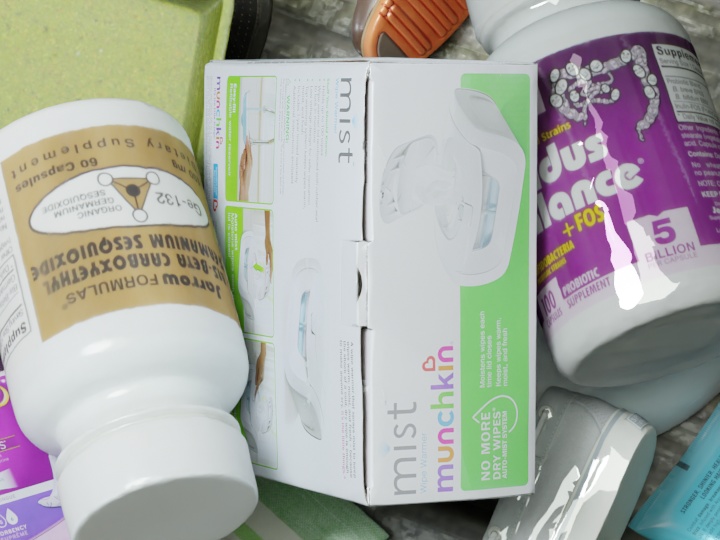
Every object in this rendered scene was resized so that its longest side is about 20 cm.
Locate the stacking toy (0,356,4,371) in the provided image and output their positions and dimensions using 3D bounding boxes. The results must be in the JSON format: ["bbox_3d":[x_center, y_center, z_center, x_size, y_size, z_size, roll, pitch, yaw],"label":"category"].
[{"bbox_3d":[-0.228,0.029,1.400,0.085,0.200,0.086,-3,72,9],"label":"stacking toy"}]

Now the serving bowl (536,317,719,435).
[{"bbox_3d":[0.106,-0.013,1.429,0.199,0.066,0.201,-3,72,9],"label":"serving bowl"}]

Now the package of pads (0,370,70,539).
[{"bbox_3d":[-0.204,0.121,1.367,0.199,0.076,0.121,-16,68,-30],"label":"package of pads"}]

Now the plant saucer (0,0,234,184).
[{"bbox_3d":[-0.163,-0.080,1.467,0.199,0.048,0.201,17,111,14],"label":"plant saucer"}]

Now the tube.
[{"bbox_3d":[0.230,0.147,1.370,0.200,0.050,0.078,35,77,23],"label":"tube"}]

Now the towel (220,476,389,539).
[{"bbox_3d":[-0.107,0.159,1.434,0.152,0.023,0.200,40,81,18],"label":"towel"}]

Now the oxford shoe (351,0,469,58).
[{"bbox_3d":[0.035,-0.194,1.507,0.073,0.071,0.201,14,70,34],"label":"oxford shoe"}]

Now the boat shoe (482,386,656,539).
[{"bbox_3d":[0.071,0.150,1.371,0.068,0.072,0.201,26,94,20],"label":"boat shoe"}]

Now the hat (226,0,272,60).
[{"bbox_3d":[-0.127,-0.163,1.501,0.200,0.081,0.202,5,107,18],"label":"hat"}]

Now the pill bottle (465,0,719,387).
[{"bbox_3d":[0.116,-0.056,1.346,0.112,0.112,0.201,-19,70,3],"label":"pill bottle"}]

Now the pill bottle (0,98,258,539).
[{"bbox_3d":[-0.114,0.029,1.346,0.114,0.114,0.201,-18,62,3],"label":"pill bottle"}]

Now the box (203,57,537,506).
[{"bbox_3d":[0.000,0.000,1.345,0.096,0.176,0.201,-1,93,-29],"label":"box"}]
